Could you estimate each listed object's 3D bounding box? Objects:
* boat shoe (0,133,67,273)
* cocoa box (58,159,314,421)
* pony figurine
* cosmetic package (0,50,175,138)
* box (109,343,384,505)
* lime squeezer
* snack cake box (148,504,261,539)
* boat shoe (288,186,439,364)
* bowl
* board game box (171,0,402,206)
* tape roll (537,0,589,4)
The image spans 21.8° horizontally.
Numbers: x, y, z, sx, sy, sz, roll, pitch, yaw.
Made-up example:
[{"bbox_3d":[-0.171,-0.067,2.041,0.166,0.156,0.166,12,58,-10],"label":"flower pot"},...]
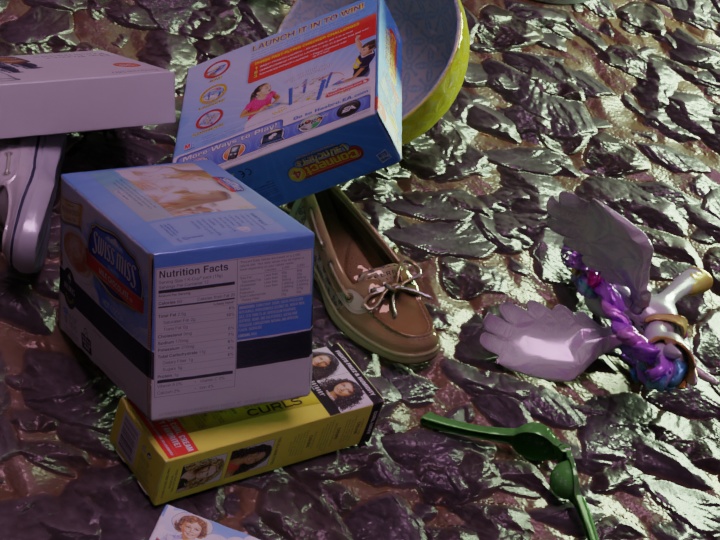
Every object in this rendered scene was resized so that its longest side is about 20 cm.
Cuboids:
[{"bbox_3d":[-0.286,-0.059,1.543,0.067,0.074,0.200,8,25,-7],"label":"boat shoe"},{"bbox_3d":[-0.134,0.008,1.408,0.133,0.132,0.200,-8,23,-26],"label":"cocoa box"},{"bbox_3d":[0.218,0.024,1.600,0.193,0.167,0.200,27,22,-1],"label":"pony figurine"},{"bbox_3d":[-0.281,-0.153,1.619,0.200,0.052,0.151,-8,19,-31],"label":"cosmetic package"},{"bbox_3d":[-0.084,0.113,1.419,0.200,0.050,0.075,-12,47,-34],"label":"box"},{"bbox_3d":[0.142,0.159,1.470,0.071,0.038,0.200,-23,54,-41],"label":"lime squeezer"},{"bbox_3d":[-0.061,0.247,1.249,0.200,0.067,0.115,20,38,2],"label":"snack cake box"},{"bbox_3d":[0.000,0.000,1.586,0.073,0.063,0.200,-16,50,-38],"label":"boat shoe"},{"bbox_3d":[0.023,-0.188,1.777,0.200,0.200,0.108,50,4,35],"label":"bowl"},{"bbox_3d":[-0.063,-0.139,1.649,0.200,0.056,0.196,-19,35,16],"label":"board game box"},{"bbox_3d":[0.203,-0.388,2.157,0.200,0.066,0.200,12,38,-10],"label":"tape roll"}]
